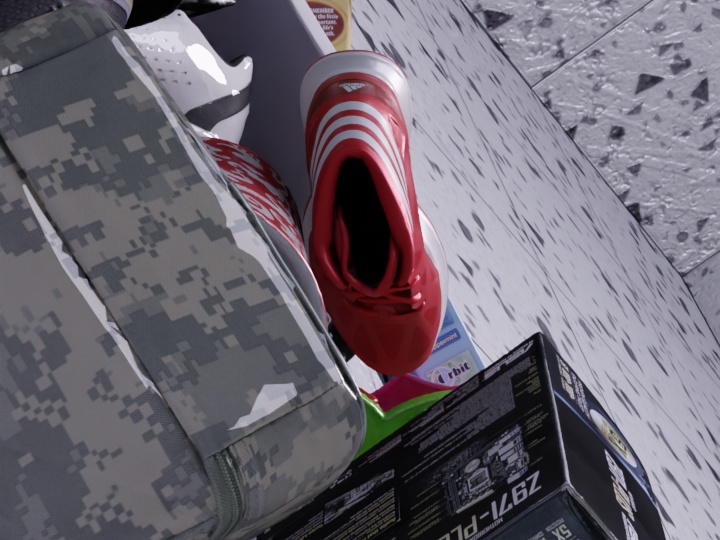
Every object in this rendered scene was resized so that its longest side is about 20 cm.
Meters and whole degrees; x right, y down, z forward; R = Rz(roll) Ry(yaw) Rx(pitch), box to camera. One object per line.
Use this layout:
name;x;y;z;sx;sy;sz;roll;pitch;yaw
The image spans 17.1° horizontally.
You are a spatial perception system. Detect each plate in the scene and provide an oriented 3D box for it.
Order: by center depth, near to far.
plate;-0.046;-0.076;1.409;0.032;0.200;0.200;-15;63;-31

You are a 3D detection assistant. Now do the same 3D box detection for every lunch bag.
lunch bag;-0.124;0.029;0.814;0.201;0.167;0.139;58;-30;6

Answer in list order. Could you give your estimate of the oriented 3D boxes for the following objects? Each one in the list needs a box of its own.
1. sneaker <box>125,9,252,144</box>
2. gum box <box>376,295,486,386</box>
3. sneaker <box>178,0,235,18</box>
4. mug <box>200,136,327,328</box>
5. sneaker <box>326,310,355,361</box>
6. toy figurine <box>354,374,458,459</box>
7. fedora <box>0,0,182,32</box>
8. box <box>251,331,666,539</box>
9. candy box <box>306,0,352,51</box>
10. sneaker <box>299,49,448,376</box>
sneaker;-0.135;-0.111;1.267;0.073;0.081;0.200;6;-15;43
gum box;0.055;0.084;1.494;0.201;0.044;0.170;62;-7;0
sneaker;-0.162;-0.182;1.283;0.199;0.077;0.089;1;80;-37
mug;-0.093;-0.011;1.133;0.178;0.133;0.200;54;8;-11
sneaker;-0.092;-0.010;1.306;0.199;0.067;0.090;32;-6;-27
toy figurine;0.012;0.108;1.323;0.199;0.151;0.184;26;5;-15
fedora;-0.175;-0.096;1.040;0.200;0.199;0.092;26;64;-68
box;0.025;0.139;0.995;0.086;0.200;0.164;51;11;-15
candy box;-0.037;-0.096;1.515;0.116;0.055;0.201;-98;-169;-68
sneaker;0.000;0.000;1.211;0.116;0.078;0.201;-85;164;-51
